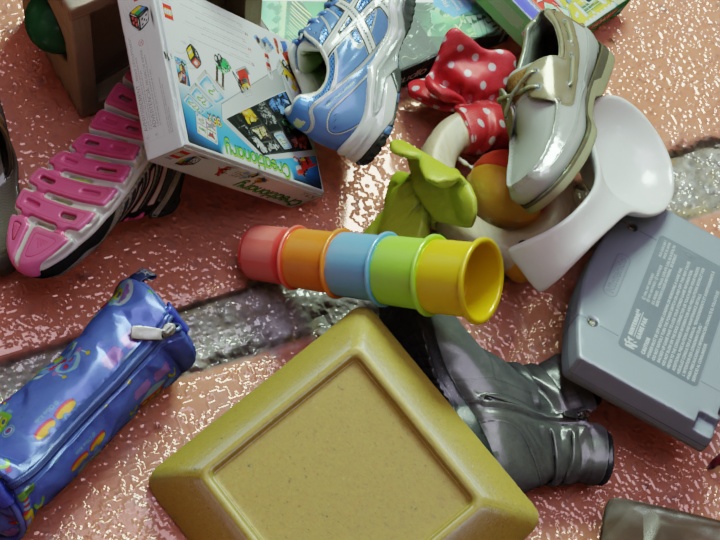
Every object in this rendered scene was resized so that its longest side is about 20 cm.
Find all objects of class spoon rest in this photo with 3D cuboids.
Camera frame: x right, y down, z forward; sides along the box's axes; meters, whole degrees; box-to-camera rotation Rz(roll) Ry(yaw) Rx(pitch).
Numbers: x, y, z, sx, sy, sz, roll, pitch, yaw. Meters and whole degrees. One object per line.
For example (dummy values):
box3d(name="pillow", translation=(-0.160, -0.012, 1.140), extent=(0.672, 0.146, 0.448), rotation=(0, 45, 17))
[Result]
box3d(name="spoon rest", translation=(0.181, -0.060, 1.467), extent=(0.100, 0.060, 0.200), rotation=(51, 46, -10))

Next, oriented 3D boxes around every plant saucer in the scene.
box3d(name="plant saucer", translation=(-0.013, 0.150, 1.326), extent=(0.199, 0.048, 0.200), rotation=(-38, 76, -9))

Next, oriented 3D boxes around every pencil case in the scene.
box3d(name="pencil case", translation=(-0.192, 0.090, 1.325), extent=(0.078, 0.087, 0.200), rotation=(50, 60, -11))

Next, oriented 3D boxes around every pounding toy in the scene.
box3d(name="pounding toy", translation=(-0.188, -0.231, 1.433), extent=(0.199, 0.184, 0.143), rotation=(-26, 71, -15))

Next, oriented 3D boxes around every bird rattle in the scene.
box3d(name="bird rattle", translation=(0.089, -0.075, 1.506), extent=(0.163, 0.113, 0.201), rotation=(37, 45, -7))

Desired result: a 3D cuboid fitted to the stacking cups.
box3d(name="stacking cups", translation=(0.000, 0.000, 1.386), extent=(0.198, 0.061, 0.061), rotation=(5, 53, 31))

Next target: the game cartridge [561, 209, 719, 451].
box3d(name="game cartridge", translation=(0.223, 0.034, 1.470), extent=(0.133, 0.041, 0.201), rotation=(32, 44, -1))

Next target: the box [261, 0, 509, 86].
box3d(name="box", translation=(0.006, -0.212, 1.570), extent=(0.199, 0.036, 0.145), rotation=(-27, 72, -25))

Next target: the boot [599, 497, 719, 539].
box3d(name="boot", translation=(0.256, 0.250, 1.369), extent=(0.198, 0.064, 0.188), rotation=(10, 47, -13))

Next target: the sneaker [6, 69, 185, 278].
box3d(name="sneaker", translation=(-0.173, -0.057, 1.407), extent=(0.073, 0.088, 0.201), rotation=(16, 55, 27))

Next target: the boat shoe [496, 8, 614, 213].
box3d(name="boat shoe", translation=(0.133, -0.120, 1.456), extent=(0.068, 0.075, 0.201), rotation=(42, 36, -17))

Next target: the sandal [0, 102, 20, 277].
box3d(name="sandal", translation=(-0.288, -0.090, 1.414), extent=(0.081, 0.055, 0.202), rotation=(-10, 65, -20))

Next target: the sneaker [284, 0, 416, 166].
box3d(name="sneaker", translation=(-0.008, -0.179, 1.480), extent=(0.076, 0.076, 0.202), rotation=(18, 57, -20))

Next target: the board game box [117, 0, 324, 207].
box3d(name="board game box", translation=(-0.097, -0.124, 1.408), extent=(0.034, 0.200, 0.128), rotation=(-18, 74, 24))

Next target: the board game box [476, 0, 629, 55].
box3d(name="board game box", translation=(0.118, -0.266, 1.605), extent=(0.200, 0.029, 0.134), rotation=(47, 43, 7))

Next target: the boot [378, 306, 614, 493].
box3d(name="boot", translation=(0.098, 0.075, 1.431), extent=(0.131, 0.070, 0.202), rotation=(-11, 73, -27))

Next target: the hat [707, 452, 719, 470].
box3d(name="hat", translation=(0.397, 0.084, 1.473), extent=(0.175, 0.167, 0.199), rotation=(24, 24, 26))
